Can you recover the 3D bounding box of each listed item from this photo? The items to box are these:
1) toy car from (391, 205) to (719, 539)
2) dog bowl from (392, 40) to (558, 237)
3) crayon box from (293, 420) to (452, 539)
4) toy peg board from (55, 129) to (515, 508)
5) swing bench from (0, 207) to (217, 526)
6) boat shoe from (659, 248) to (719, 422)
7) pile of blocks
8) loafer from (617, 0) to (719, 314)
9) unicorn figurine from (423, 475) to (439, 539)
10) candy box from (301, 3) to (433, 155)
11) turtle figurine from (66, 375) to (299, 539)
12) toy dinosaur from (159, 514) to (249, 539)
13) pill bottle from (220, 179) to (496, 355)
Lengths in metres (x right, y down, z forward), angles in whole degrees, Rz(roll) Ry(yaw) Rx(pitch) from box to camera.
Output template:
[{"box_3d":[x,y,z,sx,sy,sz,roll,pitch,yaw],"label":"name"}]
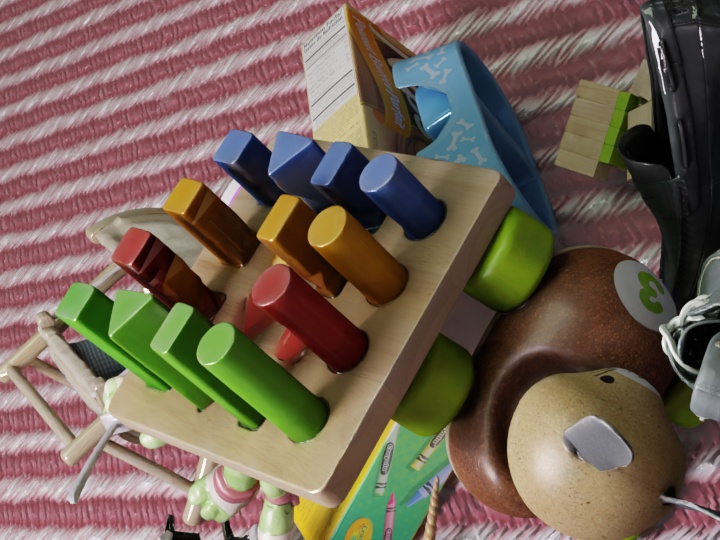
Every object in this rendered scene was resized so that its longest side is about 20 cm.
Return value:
[{"box_3d":[0.128,0.075,0.941,0.158,0.164,0.200,-58,18,2],"label":"toy car"},{"box_3d":[0.079,-0.080,1.232,0.049,0.112,0.201,-32,39,15],"label":"dog bowl"},{"box_3d":[0.020,0.086,1.193,0.201,0.058,0.119,-61,31,13],"label":"crayon box"},{"box_3d":[-0.054,-0.002,0.995,0.199,0.098,0.200,14,68,48],"label":"toy peg board"},{"box_3d":[-0.159,0.055,1.424,0.201,0.129,0.199,-58,32,0],"label":"swing bench"},{"box_3d":[0.182,0.028,0.907,0.200,0.061,0.073,-84,3,-71],"label":"boat shoe"},{"box_3d":[0.205,-0.093,1.117,0.200,0.062,0.083,-21,60,55],"label":"pile of blocks"},{"box_3d":[0.178,-0.065,1.029,0.068,0.070,0.202,-100,8,-59],"label":"loafer"},{"box_3d":[-0.015,0.231,1.108,0.137,0.074,0.200,-24,19,29],"label":"unicorn figurine"},{"box_3d":[0.023,-0.088,1.303,0.055,0.115,0.201,-39,37,26],"label":"candy box"},{"box_3d":[-0.107,0.128,1.142,0.194,0.143,0.201,149,141,-75],"label":"turtle figurine"},{"box_3d":[-0.111,0.244,1.238,0.199,0.102,0.137,21,102,30],"label":"toy dinosaur"},{"box_3d":[0.000,0.000,1.107,0.200,0.104,0.105,28,88,50],"label":"pill bottle"}]
